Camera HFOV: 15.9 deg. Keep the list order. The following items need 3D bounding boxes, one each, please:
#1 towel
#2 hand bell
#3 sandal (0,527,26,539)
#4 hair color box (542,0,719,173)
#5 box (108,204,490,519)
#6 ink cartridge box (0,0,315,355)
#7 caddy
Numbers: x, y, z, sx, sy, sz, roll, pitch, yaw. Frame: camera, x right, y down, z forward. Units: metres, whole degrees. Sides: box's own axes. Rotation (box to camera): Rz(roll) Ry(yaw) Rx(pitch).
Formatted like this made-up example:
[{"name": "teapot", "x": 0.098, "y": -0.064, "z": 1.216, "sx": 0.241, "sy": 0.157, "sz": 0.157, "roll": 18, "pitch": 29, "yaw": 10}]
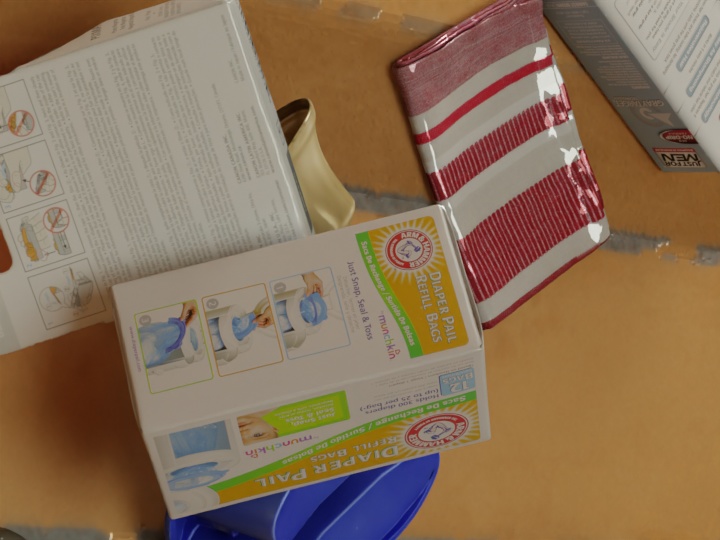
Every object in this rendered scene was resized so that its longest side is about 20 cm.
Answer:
[{"name": "towel", "x": 0.101, "y": -0.079, "z": 1.780, "sx": 0.144, "sy": 0.023, "sz": 0.201, "roll": -34, "pitch": 114, "yaw": -36}, {"name": "hand bell", "x": 0.000, "y": 0.000, "z": 1.596, "sx": 0.200, "sy": 0.104, "sz": 0.104, "roll": 45, "pitch": 61, "yaw": -16}, {"name": "sandal", "x": -0.164, "y": 0.226, "z": 1.519, "sx": 0.082, "sy": 0.054, "sz": 0.200, "roll": -53, "pitch": 124, "yaw": -28}, {"name": "hair color box", "x": 0.211, "y": -0.172, "z": 1.854, "sx": 0.200, "sy": 0.060, "sz": 0.099, "roll": 48, "pitch": 61, "yaw": -32}, {"name": "box", "x": -0.031, "y": 0.053, "z": 1.481, "sx": 0.113, "sy": 0.198, "sz": 0.102, "roll": 79, "pitch": -4, "yaw": -58}, {"name": "ink cartridge box", "x": -0.142, "y": -0.057, "z": 1.490, "sx": 0.057, "sy": 0.198, "sz": 0.164, "roll": -85, "pitch": 158, "yaw": -72}, {"name": "caddy", "x": -0.039, "y": 0.120, "z": 1.603, "sx": 0.200, "sy": 0.105, "sz": 0.142, "roll": -41, "pitch": 142, "yaw": -35}]
